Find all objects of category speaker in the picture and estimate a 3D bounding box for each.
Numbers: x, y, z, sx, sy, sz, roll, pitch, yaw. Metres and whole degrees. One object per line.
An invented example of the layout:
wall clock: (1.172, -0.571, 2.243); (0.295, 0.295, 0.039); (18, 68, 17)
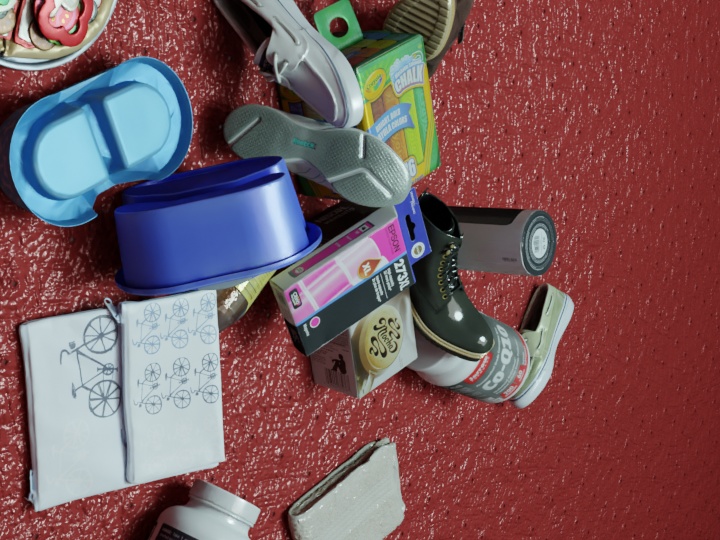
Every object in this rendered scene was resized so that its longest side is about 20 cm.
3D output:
speaker: (0.138, -0.039, 1.331); (0.081, 0.199, 0.082); (-7, 100, -47)

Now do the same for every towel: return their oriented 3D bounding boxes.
towel: (-0.012, 0.312, 1.364); (0.199, 0.034, 0.134); (-32, 123, -42)

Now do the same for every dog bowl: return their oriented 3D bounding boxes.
dog bowl: (-0.238, -0.117, 0.953); (0.200, 0.049, 0.112); (-37, 121, -40)

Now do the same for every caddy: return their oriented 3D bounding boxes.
caddy: (-0.137, -0.032, 1.001); (0.198, 0.142, 0.106); (-12, 110, -1)

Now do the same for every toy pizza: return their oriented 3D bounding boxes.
toy pizza: (-0.272, -0.268, 0.890); (0.199, 0.031, 0.203); (-17, 113, -48)

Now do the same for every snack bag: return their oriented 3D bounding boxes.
snack bag: (-0.223, 0.119, 1.017); (0.198, 0.021, 0.191); (-8, 105, -32)

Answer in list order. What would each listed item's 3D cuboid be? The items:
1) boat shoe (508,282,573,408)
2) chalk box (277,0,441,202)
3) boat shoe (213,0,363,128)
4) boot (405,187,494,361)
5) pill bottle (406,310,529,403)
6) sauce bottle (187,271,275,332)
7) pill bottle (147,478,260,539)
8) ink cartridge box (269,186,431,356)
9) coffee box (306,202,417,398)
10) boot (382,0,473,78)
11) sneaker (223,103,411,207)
boat shoe: (0.263, 0.113, 1.647); (0.062, 0.072, 0.201); (36, 65, -23)
chalk box: (-0.004, -0.190, 1.173); (0.125, 0.123, 0.202); (-37, 126, -40)
boat shoe: (-0.076, -0.212, 1.056); (0.065, 0.200, 0.074); (-28, 160, -33)
boot: (0.105, 0.009, 1.271); (0.200, 0.138, 0.078); (43, 52, -1)
pill bottle: (0.135, 0.106, 1.432); (0.199, 0.113, 0.115); (24, 80, -51)
sauce bottle: (-0.139, 0.016, 1.107); (0.201, 0.066, 0.066); (-53, 136, -20)
pill bottle: (-0.178, 0.322, 1.094); (0.112, 0.112, 0.201); (44, 66, -47)
ink cartridge box: (0.000, 0.000, 1.163); (0.199, 0.037, 0.095); (-35, 130, -21)
coffee box: (-0.006, 0.030, 1.262); (0.113, 0.079, 0.202); (-29, 121, -41)
boot: (0.086, -0.292, 1.247); (0.167, 0.072, 0.200); (-51, 176, -36)
sneaker: (-0.040, -0.124, 1.104); (0.080, 0.198, 0.071); (-80, -168, -80)
